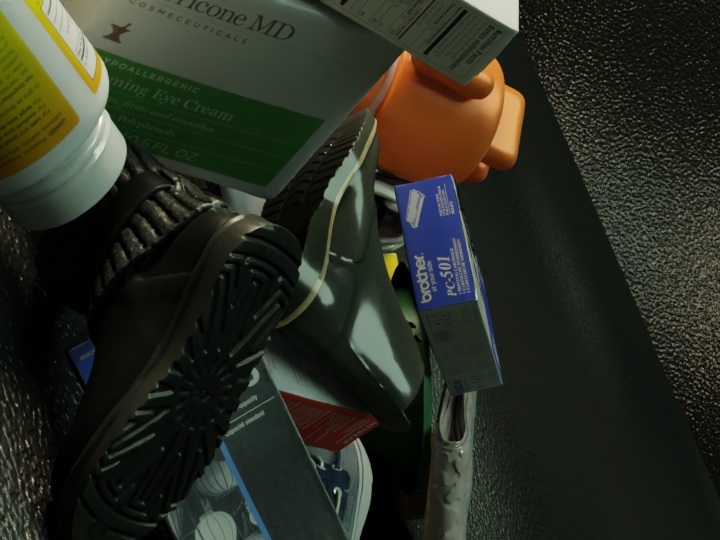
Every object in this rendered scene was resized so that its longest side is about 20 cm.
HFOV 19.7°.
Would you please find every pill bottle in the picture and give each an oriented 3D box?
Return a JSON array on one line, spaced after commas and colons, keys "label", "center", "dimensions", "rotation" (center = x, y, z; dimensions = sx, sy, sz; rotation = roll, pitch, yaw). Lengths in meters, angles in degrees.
[{"label": "pill bottle", "center": [-0.207, -0.116, 1.097], "dimensions": [0.200, 0.109, 0.110], "rotation": [56, 18, -37]}]

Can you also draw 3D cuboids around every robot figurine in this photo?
[{"label": "robot figurine", "center": [0.027, -0.131, 1.559], "dimensions": [0.199, 0.117, 0.144], "rotation": [22, 14, -27]}]

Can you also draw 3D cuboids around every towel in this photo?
[{"label": "towel", "center": [0.068, 0.185, 1.594], "dimensions": [0.191, 0.032, 0.202], "rotation": [-71, 166, -69]}]

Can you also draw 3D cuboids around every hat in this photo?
[{"label": "hat", "center": [-0.047, 0.071, 1.565], "dimensions": [0.166, 0.174, 0.202], "rotation": [144, -55, -77]}]

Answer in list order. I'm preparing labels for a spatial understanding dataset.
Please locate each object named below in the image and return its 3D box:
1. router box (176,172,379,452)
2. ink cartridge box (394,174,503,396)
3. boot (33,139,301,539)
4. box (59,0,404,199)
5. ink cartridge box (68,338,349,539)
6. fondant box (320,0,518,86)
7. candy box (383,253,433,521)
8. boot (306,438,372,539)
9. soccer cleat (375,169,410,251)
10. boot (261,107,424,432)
[{"label": "router box", "center": [-0.082, 0.008, 1.361], "dimensions": [0.179, 0.049, 0.201], "rotation": [18, 45, -47]}, {"label": "ink cartridge box", "center": [0.064, 0.014, 1.472], "dimensions": [0.200, 0.044, 0.095], "rotation": [67, 12, -68]}, {"label": "boot", "center": [-0.137, 0.038, 1.152], "dimensions": [0.157, 0.212, 0.079], "rotation": [24, -12, 38]}, {"label": "box", "center": [-0.105, -0.187, 1.305], "dimensions": [0.198, 0.171, 0.201], "rotation": [15, 45, -33]}, {"label": "ink cartridge box", "center": [-0.084, 0.113, 1.219], "dimensions": [0.201, 0.099, 0.039], "rotation": [63, -24, -8]}, {"label": "fondant box", "center": [0.002, -0.218, 1.246], "dimensions": [0.199, 0.058, 0.145], "rotation": [29, 41, -23]}, {"label": "candy box", "center": [0.031, 0.094, 1.706], "dimensions": [0.103, 0.026, 0.201], "rotation": [93, -11, -50]}, {"label": "boot", "center": [-0.040, 0.144, 1.370], "dimensions": [0.201, 0.072, 0.091], "rotation": [-92, 160, -53]}, {"label": "soccer cleat", "center": [0.019, -0.041, 1.602], "dimensions": [0.086, 0.070, 0.199], "rotation": [27, 17, 30]}, {"label": "boot", "center": [0.000, 0.000, 1.378], "dimensions": [0.138, 0.077, 0.201], "rotation": [46, 43, -23]}]
